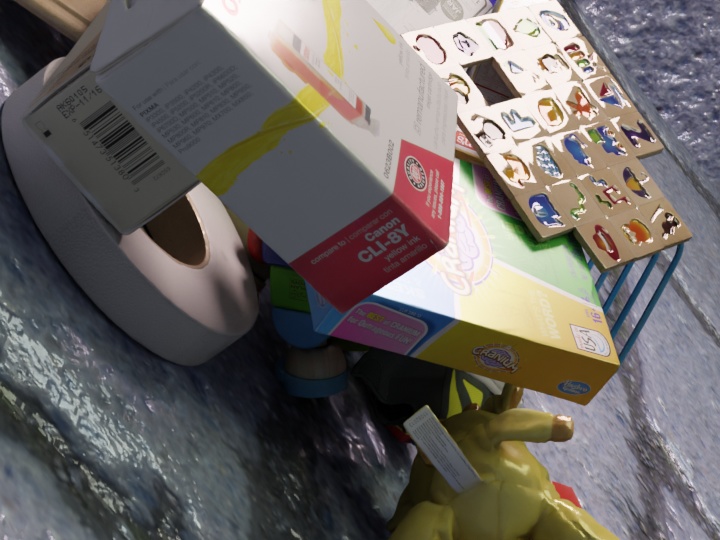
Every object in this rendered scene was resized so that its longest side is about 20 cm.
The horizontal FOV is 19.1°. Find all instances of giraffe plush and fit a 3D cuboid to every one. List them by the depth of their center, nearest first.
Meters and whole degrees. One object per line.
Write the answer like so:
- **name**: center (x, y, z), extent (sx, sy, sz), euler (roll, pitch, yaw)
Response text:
- **giraffe plush**: center (0.075, 0.153, 1.333), extent (0.162, 0.171, 0.202), euler (-101, 171, -78)

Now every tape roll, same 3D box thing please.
- **tape roll**: center (-0.136, -0.036, 1.292), extent (0.203, 0.037, 0.203), euler (50, 17, -21)

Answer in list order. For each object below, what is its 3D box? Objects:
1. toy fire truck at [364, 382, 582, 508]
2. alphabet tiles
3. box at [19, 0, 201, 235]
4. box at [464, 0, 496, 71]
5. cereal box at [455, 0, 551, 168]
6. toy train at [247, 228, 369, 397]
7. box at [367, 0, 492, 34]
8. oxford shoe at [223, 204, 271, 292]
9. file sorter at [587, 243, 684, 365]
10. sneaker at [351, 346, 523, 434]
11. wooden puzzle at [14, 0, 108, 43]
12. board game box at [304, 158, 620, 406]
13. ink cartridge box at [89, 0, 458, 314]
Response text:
- **toy fire truck**: center (0.083, 0.129, 1.572), extent (0.200, 0.049, 0.142), euler (19, 43, -60)
- **alphabet tiles**: center (0.133, -0.090, 1.415), extent (0.166, 0.008, 0.201), euler (-18, 68, -45)
- **box**: center (-0.112, -0.119, 1.252), extent (0.095, 0.077, 0.201), euler (47, 31, -17)
- **box**: center (0.074, -0.095, 1.681), extent (0.184, 0.200, 0.105), euler (50, -19, -16)
- **cereal box**: center (0.081, -0.102, 1.510), extent (0.039, 0.144, 0.201), euler (22, 51, -1)
- **toy train**: center (0.000, 0.000, 1.425), extent (0.200, 0.084, 0.117), euler (-36, 132, -59)
- **box**: center (-0.010, -0.162, 1.469), extent (0.117, 0.060, 0.200), euler (47, 50, -5)
- **oxford shoe**: center (-0.073, -0.065, 1.456), extent (0.070, 0.075, 0.201), euler (44, 20, -34)
- **file sorter**: center (0.127, -0.003, 1.527), extent (0.122, 0.140, 0.200), euler (31, -6, -10)
- **sneaker**: center (0.045, 0.073, 1.430), extent (0.074, 0.085, 0.200), euler (40, -6, 32)
- **wooden puzzle**: center (-0.177, -0.211, 1.382), extent (0.199, 0.037, 0.186), euler (38, 41, -9)
- **board game box**: center (0.053, -0.007, 1.314), extent (0.199, 0.040, 0.154), euler (16, 41, -29)
- **ink cartridge box**: center (-0.040, -0.100, 1.177), extent (0.200, 0.083, 0.146), euler (43, 32, -27)
